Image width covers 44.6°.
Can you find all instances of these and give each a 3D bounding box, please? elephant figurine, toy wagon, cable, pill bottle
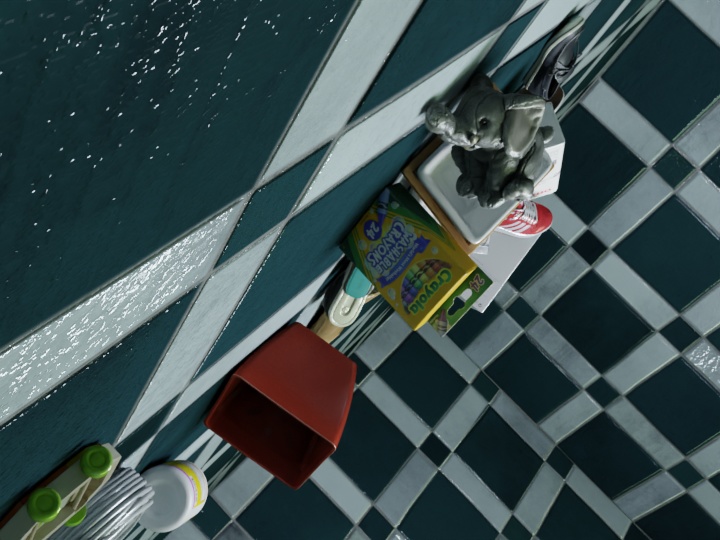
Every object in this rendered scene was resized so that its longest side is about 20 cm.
[{"bbox_3d":[0.170,-0.186,1.122,0.201,0.139,0.157,67,25,-50],"label":"elephant figurine"},{"bbox_3d":[-0.335,0.261,0.917,0.200,0.040,0.156,-40,171,-44],"label":"toy wagon"},{"bbox_3d":[-0.363,0.350,1.166,0.200,0.069,0.200,-51,174,39],"label":"cable"},{"bbox_3d":[-0.318,0.378,1.493,0.104,0.104,0.200,-45,174,-6],"label":"pill bottle"}]

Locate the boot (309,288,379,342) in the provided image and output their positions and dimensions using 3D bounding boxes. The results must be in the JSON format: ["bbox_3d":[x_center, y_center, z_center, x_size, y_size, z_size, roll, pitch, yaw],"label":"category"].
[{"bbox_3d":[-0.023,0.066,1.739,0.174,0.067,0.200,-29,166,-24],"label":"boot"}]

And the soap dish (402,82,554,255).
[{"bbox_3d":[0.168,-0.147,1.281,0.200,0.158,0.081,-44,-167,-15],"label":"soap dish"}]

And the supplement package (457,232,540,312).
[{"bbox_3d":[0.219,-0.058,1.760,0.201,0.190,0.147,-52,-176,0],"label":"supplement package"}]

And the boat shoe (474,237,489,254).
[{"bbox_3d":[0.152,-0.078,1.641,0.071,0.196,0.071,-160,-101,-77],"label":"boat shoe"}]

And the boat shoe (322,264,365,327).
[{"bbox_3d":[0.000,0.000,1.535,0.201,0.071,0.068,-55,-151,11],"label":"boat shoe"}]

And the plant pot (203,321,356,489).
[{"bbox_3d":[-0.117,0.212,1.483,0.177,0.199,0.200,-56,-178,-41],"label":"plant pot"}]

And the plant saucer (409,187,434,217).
[{"bbox_3d":[0.123,-0.121,1.400,0.200,0.050,0.202,-42,148,-34],"label":"plant saucer"}]

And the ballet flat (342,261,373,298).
[{"bbox_3d":[0.019,-0.035,1.418,0.201,0.066,0.064,120,-14,-45],"label":"ballet flat"}]

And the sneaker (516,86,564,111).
[{"bbox_3d":[0.289,-0.282,1.642,0.199,0.073,0.085,-34,175,-8],"label":"sneaker"}]

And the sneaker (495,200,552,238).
[{"bbox_3d":[0.279,-0.111,1.528,0.197,0.073,0.112,3,159,-28],"label":"sneaker"}]

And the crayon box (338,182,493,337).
[{"bbox_3d":[0.078,-0.009,1.262,0.126,0.200,0.051,-49,168,30],"label":"crayon box"}]

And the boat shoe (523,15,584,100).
[{"bbox_3d":[0.341,-0.360,1.501,0.074,0.062,0.200,-42,171,-23],"label":"boat shoe"}]

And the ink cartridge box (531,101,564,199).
[{"bbox_3d":[0.273,-0.194,1.544,0.143,0.085,0.200,-17,160,3],"label":"ink cartridge box"}]
